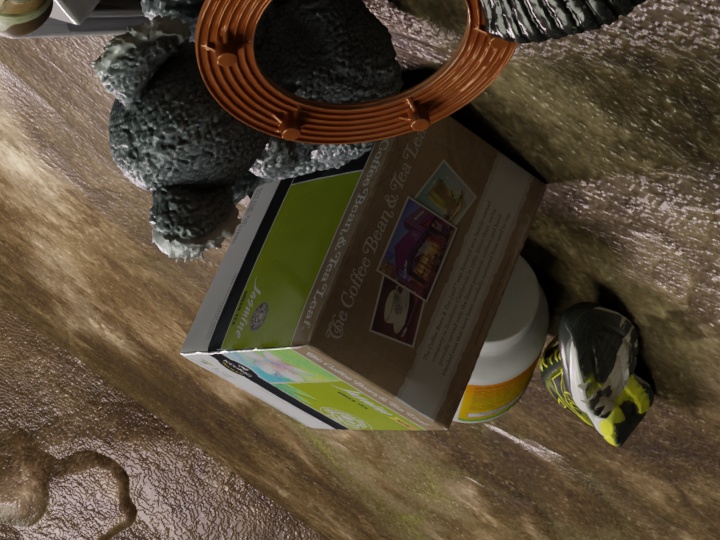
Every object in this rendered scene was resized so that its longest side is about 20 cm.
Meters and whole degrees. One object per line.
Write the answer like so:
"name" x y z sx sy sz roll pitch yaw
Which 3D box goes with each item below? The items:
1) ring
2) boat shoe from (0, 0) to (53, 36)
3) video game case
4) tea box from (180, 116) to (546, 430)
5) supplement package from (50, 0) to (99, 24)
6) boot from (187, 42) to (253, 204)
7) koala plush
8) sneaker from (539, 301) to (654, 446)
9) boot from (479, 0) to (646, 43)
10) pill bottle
"ring" 0.001 -0.136 1.068 0.201 0.199 0.019 60 -164 -54
"boat shoe" -0.285 -0.228 1.163 0.199 0.072 0.076 24 147 9
"video game case" -0.243 -0.206 1.417 0.181 0.022 0.200 -8 -162 -39
"tea box" 0.000 0.000 1.309 0.133 0.201 0.196 32 161 -25
"supplement package" -0.247 -0.285 1.233 0.121 0.120 0.200 20 157 39
"boot" -0.123 -0.125 1.499 0.097 0.075 0.200 30 157 52
"koala plush" -0.091 -0.110 1.181 0.183 0.200 0.178 -2 108 34
"sneaker" 0.177 0.080 1.459 0.084 0.075 0.200 28 162 29
"boot" 0.044 -0.198 0.943 0.211 0.080 0.158 18 156 47
"pill bottle" 0.096 0.049 1.474 0.111 0.111 0.200 33 164 10
